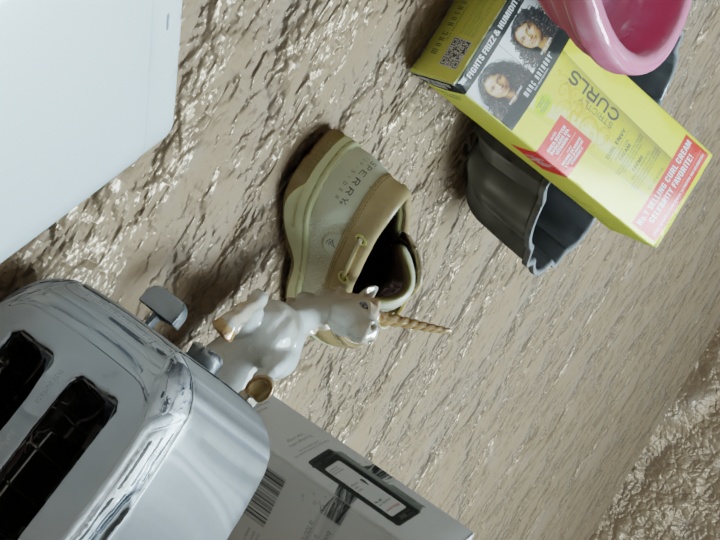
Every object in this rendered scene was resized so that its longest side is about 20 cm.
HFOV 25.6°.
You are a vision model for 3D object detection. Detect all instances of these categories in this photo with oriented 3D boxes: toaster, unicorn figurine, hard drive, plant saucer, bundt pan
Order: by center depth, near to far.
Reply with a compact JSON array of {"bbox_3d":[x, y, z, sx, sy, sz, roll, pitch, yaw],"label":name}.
[{"bbox_3d":[-0.135,-0.052,0.555,0.200,0.026,0.133,-44,156,-39],"label":"hard drive"},{"bbox_3d":[-0.132,0.099,0.667,0.201,0.113,0.129,-52,157,-12],"label":"toaster"},{"bbox_3d":[-0.060,0.056,0.816,0.199,0.074,0.137,-30,-179,8],"label":"unicorn figurine"},{"bbox_3d":[0.137,-0.210,0.872,0.200,0.050,0.204,-14,106,-59],"label":"plant saucer"},{"bbox_3d":[0.140,-0.103,1.094,0.202,0.075,0.203,-49,160,-25],"label":"bundt pan"}]

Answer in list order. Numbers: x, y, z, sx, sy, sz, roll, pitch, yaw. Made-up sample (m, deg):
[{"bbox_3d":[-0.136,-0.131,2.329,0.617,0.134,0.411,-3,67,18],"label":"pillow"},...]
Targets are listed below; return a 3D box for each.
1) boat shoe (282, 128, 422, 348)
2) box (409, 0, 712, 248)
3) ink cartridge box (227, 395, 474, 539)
[{"bbox_3d":[0.000,0.000,0.913,0.074,0.066,0.201,-52,160,-18],"label":"boat shoe"},{"bbox_3d":[0.124,-0.094,0.950,0.199,0.050,0.076,35,87,-36],"label":"box"},{"bbox_3d":[-0.014,0.179,0.945,0.068,0.199,0.117,-18,137,-62],"label":"ink cartridge box"}]
